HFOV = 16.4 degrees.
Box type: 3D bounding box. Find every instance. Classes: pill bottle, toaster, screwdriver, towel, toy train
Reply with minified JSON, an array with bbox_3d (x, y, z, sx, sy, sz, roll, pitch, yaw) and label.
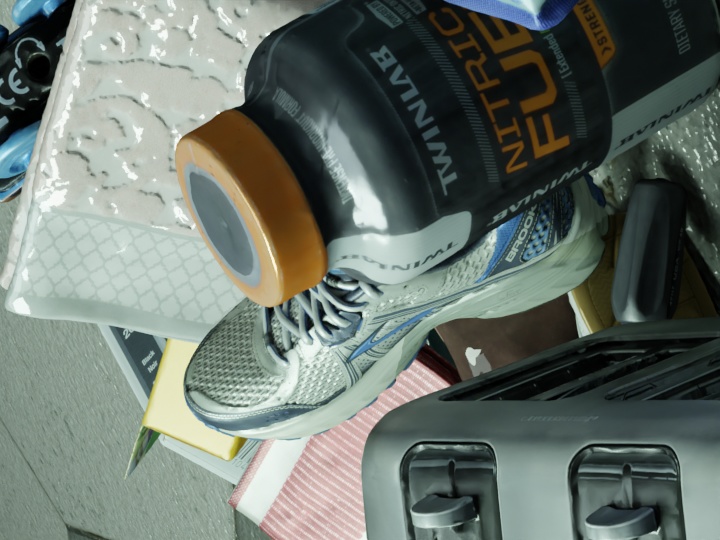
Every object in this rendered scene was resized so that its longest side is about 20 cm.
[{"bbox_3d":[0.030,-0.064,0.936,0.106,0.199,0.106,49,158,27],"label":"pill bottle"},{"bbox_3d":[0.125,0.090,0.903,0.180,0.199,0.120,-2,101,47],"label":"toaster"},{"bbox_3d":[0.108,0.062,1.023,0.029,0.028,0.202,-126,45,-87],"label":"screwdriver"},{"bbox_3d":[0.042,0.123,1.247,0.200,0.023,0.144,36,119,10],"label":"towel"},{"bbox_3d":[-0.127,-0.113,1.259,0.087,0.200,0.114,56,-166,10],"label":"toy train"},{"bbox_3d":[-0.042,-0.044,1.083,0.032,0.199,0.192,-103,29,-53],"label":"towel"}]

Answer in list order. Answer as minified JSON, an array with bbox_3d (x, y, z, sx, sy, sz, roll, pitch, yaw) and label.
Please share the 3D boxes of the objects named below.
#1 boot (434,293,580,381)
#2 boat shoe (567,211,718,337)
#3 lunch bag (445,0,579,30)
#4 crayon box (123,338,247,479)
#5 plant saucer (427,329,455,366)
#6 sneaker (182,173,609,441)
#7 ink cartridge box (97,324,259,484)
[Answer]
[{"bbox_3d":[0.094,0.087,1.087,0.200,0.072,0.167,53,-162,-37],"label":"boot"},{"bbox_3d":[0.141,0.074,1.062,0.069,0.070,0.201,101,151,-79],"label":"boat shoe"},{"bbox_3d":[0.018,-0.202,0.881,0.199,0.127,0.171,25,142,43],"label":"lunch bag"},{"bbox_3d":[-0.048,0.002,1.216,0.051,0.126,0.201,22,116,6],"label":"crayon box"},{"bbox_3d":[0.076,0.088,1.316,0.070,0.019,0.201,25,140,59],"label":"plant saucer"},{"bbox_3d":[0.000,0.000,1.038,0.085,0.199,0.077,33,-151,-56],"label":"sneaker"},{"bbox_3d":[-0.080,0.057,1.459,0.198,0.043,0.200,34,-165,-46],"label":"ink cartridge box"}]
